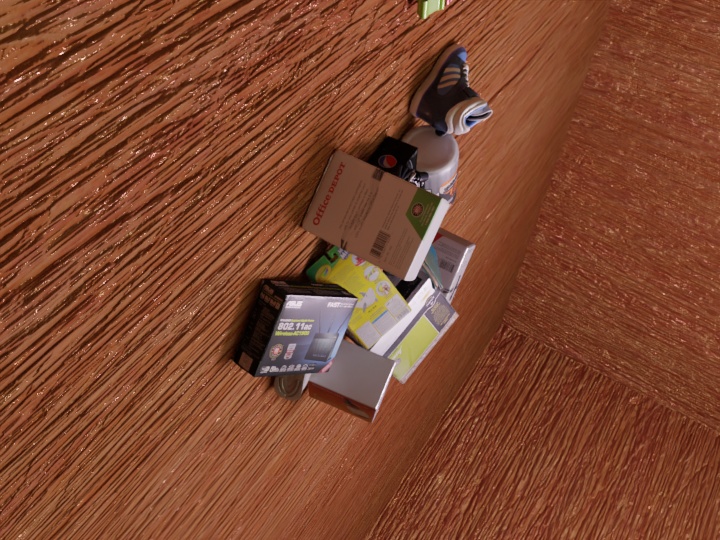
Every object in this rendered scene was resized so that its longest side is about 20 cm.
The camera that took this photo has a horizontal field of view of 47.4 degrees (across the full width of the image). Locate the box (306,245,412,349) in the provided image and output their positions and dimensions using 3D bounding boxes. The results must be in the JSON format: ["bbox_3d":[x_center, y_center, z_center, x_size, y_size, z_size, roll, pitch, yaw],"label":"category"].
[{"bbox_3d":[-0.007,0.035,1.508,0.117,0.048,0.200,-40,118,-5],"label":"box"}]

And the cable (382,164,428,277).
[{"bbox_3d":[0.076,-0.085,1.473,0.163,0.050,0.202,-4,107,-66],"label":"cable"}]

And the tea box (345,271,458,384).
[{"bbox_3d":[0.077,0.103,1.765,0.200,0.133,0.197,-49,142,-6],"label":"tea box"}]

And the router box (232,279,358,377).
[{"bbox_3d":[-0.106,0.097,1.386,0.199,0.062,0.151,4,111,-53],"label":"router box"}]

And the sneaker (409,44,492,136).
[{"bbox_3d":[0.201,-0.344,1.594,0.201,0.146,0.081,-54,161,-27],"label":"sneaker"}]

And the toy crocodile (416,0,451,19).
[{"bbox_3d":[0.155,-0.492,1.390,0.200,0.061,0.068,-52,159,-33],"label":"toy crocodile"}]

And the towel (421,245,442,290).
[{"bbox_3d":[0.105,-0.070,1.641,0.200,0.022,0.147,55,17,-30],"label":"towel"}]

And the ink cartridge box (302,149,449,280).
[{"bbox_3d":[0.025,-0.091,1.358,0.147,0.199,0.084,-64,166,6],"label":"ink cartridge box"}]

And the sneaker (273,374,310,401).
[{"bbox_3d":[-0.108,0.148,1.549,0.201,0.076,0.081,-65,173,26],"label":"sneaker"}]

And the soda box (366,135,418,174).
[{"bbox_3d":[0.030,-0.155,1.494,0.200,0.070,0.064,-53,159,-33],"label":"soda box"}]

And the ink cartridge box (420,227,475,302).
[{"bbox_3d":[0.173,0.000,2.014,0.084,0.144,0.201,-18,132,-67],"label":"ink cartridge box"}]

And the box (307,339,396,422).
[{"bbox_3d":[-0.020,0.225,1.689,0.200,0.151,0.107,95,19,-72],"label":"box"}]

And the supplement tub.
[{"bbox_3d":[0.137,-0.191,1.672,0.123,0.122,0.200,-57,162,-21],"label":"supplement tub"}]
